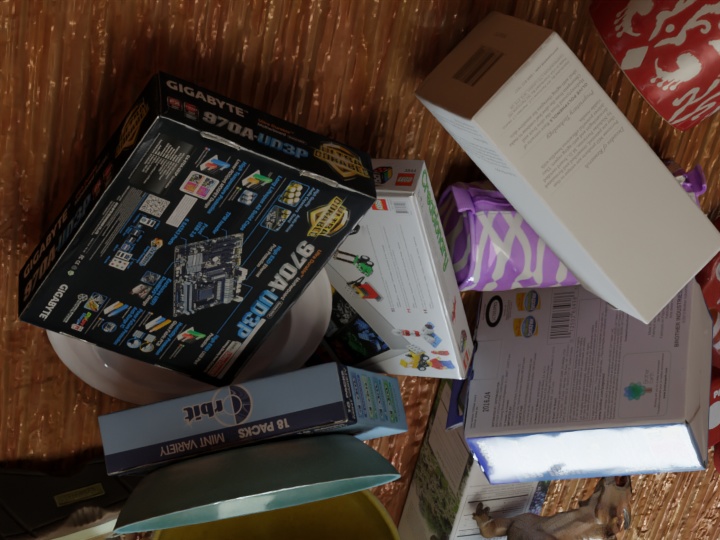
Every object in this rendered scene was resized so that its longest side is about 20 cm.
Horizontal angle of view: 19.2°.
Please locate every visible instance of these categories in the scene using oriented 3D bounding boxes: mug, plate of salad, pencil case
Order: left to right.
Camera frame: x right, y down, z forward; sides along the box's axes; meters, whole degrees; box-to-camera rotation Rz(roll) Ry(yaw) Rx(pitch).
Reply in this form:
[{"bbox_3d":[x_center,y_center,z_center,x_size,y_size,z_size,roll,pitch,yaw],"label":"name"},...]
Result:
[{"bbox_3d":[-0.119,0.021,1.477,0.199,0.048,0.201,-5,135,-5],"label":"plate of salad"},{"bbox_3d":[0.152,-0.033,1.532,0.199,0.084,0.086,-8,151,-19],"label":"pencil case"},{"bbox_3d":[0.248,-0.211,1.404,0.200,0.178,0.133,-38,172,19],"label":"mug"}]

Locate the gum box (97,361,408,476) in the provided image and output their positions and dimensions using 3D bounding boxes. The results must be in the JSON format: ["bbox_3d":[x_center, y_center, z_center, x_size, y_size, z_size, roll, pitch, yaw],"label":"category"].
[{"bbox_3d":[-0.070,0.107,1.490,0.169,0.045,0.200,-13,172,12],"label":"gum box"}]

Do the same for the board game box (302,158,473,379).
[{"bbox_3d":[0.000,0.000,1.485,0.126,0.035,0.200,4,141,18],"label":"board game box"}]

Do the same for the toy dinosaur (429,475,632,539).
[{"bbox_3d":[0.131,0.241,1.679,0.200,0.086,0.135,-40,144,22],"label":"toy dinosaur"}]

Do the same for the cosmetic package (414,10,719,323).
[{"bbox_3d":[0.139,-0.068,1.420,0.085,0.108,0.200,-46,116,-4],"label":"cosmetic package"}]

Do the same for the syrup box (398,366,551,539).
[{"bbox_3d":[0.095,0.173,1.711,0.081,0.079,0.201,-6,134,-21],"label":"syrup box"}]

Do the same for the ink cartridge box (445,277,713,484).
[{"bbox_3d":[0.155,0.080,1.575,0.199,0.137,0.076,-4,142,19],"label":"ink cartridge box"}]

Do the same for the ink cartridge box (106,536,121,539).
[{"bbox_3d":[-0.229,0.305,1.595,0.146,0.200,0.083,-4,133,-22],"label":"ink cartridge box"}]

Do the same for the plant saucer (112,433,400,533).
[{"bbox_3d":[-0.073,0.143,1.450,0.199,0.036,0.200,-11,170,-2],"label":"plant saucer"}]

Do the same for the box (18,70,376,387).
[{"bbox_3d":[-0.108,-0.021,1.372,0.158,0.046,0.200,20,128,-26],"label":"box"}]

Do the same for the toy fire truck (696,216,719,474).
[{"bbox_3d":[0.294,0.064,1.691,0.168,0.112,0.200,-54,134,2],"label":"toy fire truck"}]

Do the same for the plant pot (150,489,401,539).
[{"bbox_3d":[-0.070,0.257,1.654,0.199,0.201,0.142,-14,161,-13],"label":"plant pot"}]

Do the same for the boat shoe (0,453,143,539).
[{"bbox_3d":[-0.238,0.189,1.580,0.199,0.072,0.076,-6,146,-20],"label":"boat shoe"}]
